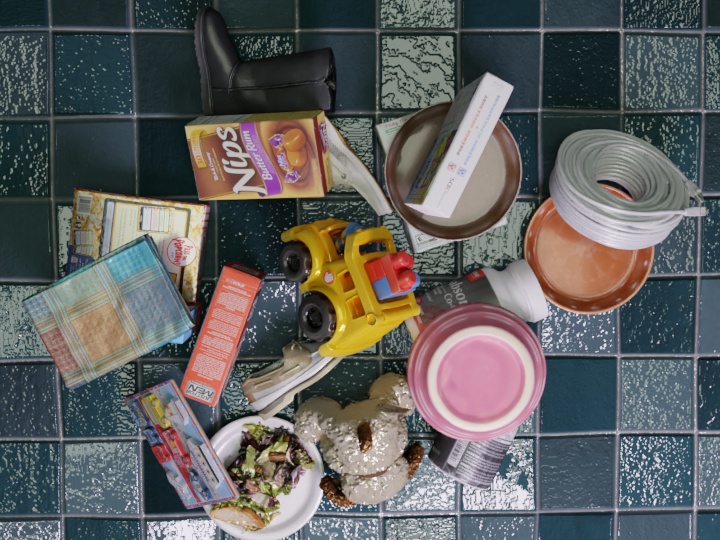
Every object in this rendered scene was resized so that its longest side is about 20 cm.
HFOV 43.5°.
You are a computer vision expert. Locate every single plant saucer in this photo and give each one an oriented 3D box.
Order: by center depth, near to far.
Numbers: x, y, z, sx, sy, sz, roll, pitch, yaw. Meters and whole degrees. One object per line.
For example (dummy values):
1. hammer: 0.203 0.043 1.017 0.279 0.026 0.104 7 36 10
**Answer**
1. plant saucer: 0.167 0.148 1.274 0.200 0.051 0.201 0 98 -3
2. plant saucer: 0.134 -0.144 1.313 0.200 0.032 0.201 0 94 -1
3. plant saucer: 0.348 -0.034 1.386 0.200 0.032 0.201 0 93 -2

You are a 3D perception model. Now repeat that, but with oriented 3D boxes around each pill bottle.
1. pill bottle: 0.169 0.064 1.348 0.200 0.116 0.116 -23 94 0
2. pill bottle: 0.190 0.219 1.363 0.106 0.106 0.200 26 93 -3

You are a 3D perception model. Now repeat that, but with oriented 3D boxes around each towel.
1. towel: -0.344 0.058 1.234 0.200 0.022 0.147 -27 95 2

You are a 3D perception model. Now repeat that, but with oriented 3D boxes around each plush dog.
1. plush dog: 0.015 0.274 1.350 0.199 0.161 0.172 -18 117 -6

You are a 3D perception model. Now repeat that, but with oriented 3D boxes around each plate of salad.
1. plate of salad: -0.155 0.325 1.394 0.199 0.048 0.201 0 94 0

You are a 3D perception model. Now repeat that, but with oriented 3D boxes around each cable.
1. cable: 0.375 -0.121 1.317 0.199 0.069 0.200 -13 56 -20

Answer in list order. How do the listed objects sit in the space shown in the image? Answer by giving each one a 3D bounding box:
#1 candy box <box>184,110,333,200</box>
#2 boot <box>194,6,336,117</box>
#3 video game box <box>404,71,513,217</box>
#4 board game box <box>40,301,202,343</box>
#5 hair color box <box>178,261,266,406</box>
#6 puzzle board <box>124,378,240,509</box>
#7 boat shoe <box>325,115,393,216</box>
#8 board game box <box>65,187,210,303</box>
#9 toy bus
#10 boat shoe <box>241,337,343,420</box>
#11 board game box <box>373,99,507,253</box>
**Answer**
1. candy box: -0.147 -0.166 1.315 0.199 0.056 0.117 0 114 18
2. boot: -0.135 -0.306 1.316 0.199 0.066 0.165 1 106 19
3. video game box: 0.125 -0.160 1.197 0.047 0.200 0.183 28 93 -5
4. board game box: -0.343 0.065 1.321 0.199 0.153 0.040 6 95 -1
5. hair color box: -0.205 0.092 1.351 0.061 0.102 0.200 21 94 -2
6. puzzle board: -0.273 0.265 1.353 0.017 0.151 0.200 -33 96 -43
7. boat shoe: -0.031 -0.152 1.355 0.069 0.071 0.200 -39 84 2
8. board game box: -0.337 -0.037 1.367 0.199 0.046 0.152 8 93 -1
9. toy bus: 0.000 0.000 1.281 0.192 0.136 0.200 -31 75 43
10. boat shoe: -0.092 0.140 1.369 0.200 0.075 0.068 -40 95 0
11. board game box: 0.119 -0.144 1.359 0.147 0.064 0.201 -17 95 -1
